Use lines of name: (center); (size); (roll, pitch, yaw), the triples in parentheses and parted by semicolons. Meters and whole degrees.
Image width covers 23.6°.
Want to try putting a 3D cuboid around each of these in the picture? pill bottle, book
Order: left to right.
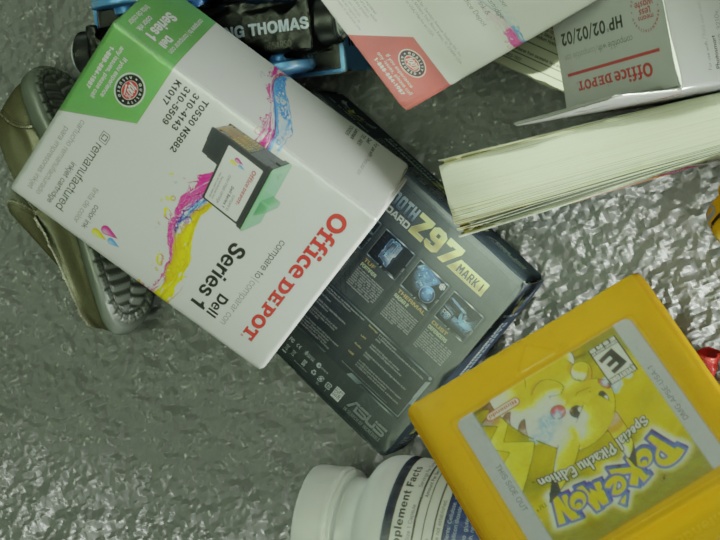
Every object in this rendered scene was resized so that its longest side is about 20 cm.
pill bottle: (0.060, 0.181, 1.129); (0.199, 0.111, 0.112); (6, 96, 20)
book: (0.164, -0.072, 1.062); (0.199, 0.134, 0.048); (-16, 88, 21)

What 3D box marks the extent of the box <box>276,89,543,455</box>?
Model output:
box: (0.000, 0.000, 1.170); (0.200, 0.051, 0.158); (42, 107, 13)

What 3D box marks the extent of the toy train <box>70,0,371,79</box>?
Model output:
toy train: (-0.092, -0.156, 1.159); (0.199, 0.114, 0.087); (-6, 94, 20)

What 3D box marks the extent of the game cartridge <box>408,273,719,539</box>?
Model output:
game cartridge: (0.149, 0.121, 1.053); (0.176, 0.032, 0.200); (-31, 57, -2)

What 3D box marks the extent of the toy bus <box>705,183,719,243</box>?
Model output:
toy bus: (0.294, -0.009, 0.998); (0.199, 0.078, 0.065); (29, 119, -14)

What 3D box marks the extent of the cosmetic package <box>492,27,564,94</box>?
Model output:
cosmetic package: (0.146, -0.215, 1.089); (0.103, 0.073, 0.201); (28, 102, 16)

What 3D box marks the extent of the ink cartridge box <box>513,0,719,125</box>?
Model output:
ink cartridge box: (0.192, -0.135, 0.999); (0.115, 0.199, 0.068); (-8, 93, 64)

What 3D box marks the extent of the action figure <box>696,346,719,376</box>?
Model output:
action figure: (0.208, 0.153, 1.109); (0.065, 0.052, 0.201); (20, 102, 13)

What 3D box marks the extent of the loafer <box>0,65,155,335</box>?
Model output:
loafer: (-0.208, -0.044, 1.240); (0.069, 0.075, 0.201); (-25, 80, 32)

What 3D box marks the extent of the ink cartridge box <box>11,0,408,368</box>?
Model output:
ink cartridge box: (-0.093, -0.058, 1.087); (0.200, 0.084, 0.145); (36, 120, -4)

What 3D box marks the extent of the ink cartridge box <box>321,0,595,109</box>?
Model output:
ink cartridge box: (0.075, -0.193, 1.002); (0.200, 0.068, 0.117); (-26, 109, 38)
